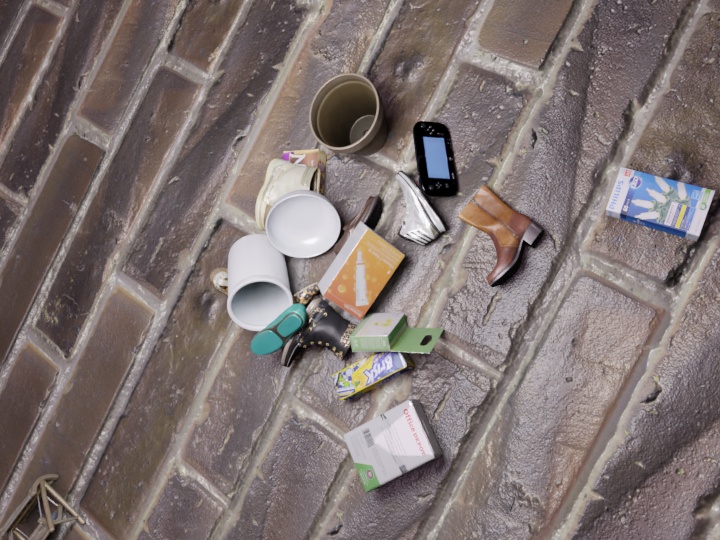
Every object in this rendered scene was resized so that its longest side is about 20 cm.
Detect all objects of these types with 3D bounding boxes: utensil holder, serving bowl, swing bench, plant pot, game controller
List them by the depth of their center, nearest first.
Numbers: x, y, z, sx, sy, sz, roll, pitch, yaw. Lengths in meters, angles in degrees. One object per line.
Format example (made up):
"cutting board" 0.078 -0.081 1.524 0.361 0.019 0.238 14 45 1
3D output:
"game controller" 0.189 -0.282 1.635 0.102 0.042 0.205 -2 76 -14
"serving bowl" -0.151 -0.131 1.692 0.198 0.201 0.066 -29 37 16
"plant pot" -0.013 -0.386 1.692 0.196 0.173 0.205 -4 79 22
"utensil holder" -0.267 0.027 1.696 0.168 0.170 0.202 -33 38 15
"swing bench" -0.968 0.758 1.928 0.200 0.129 0.200 42 98 24

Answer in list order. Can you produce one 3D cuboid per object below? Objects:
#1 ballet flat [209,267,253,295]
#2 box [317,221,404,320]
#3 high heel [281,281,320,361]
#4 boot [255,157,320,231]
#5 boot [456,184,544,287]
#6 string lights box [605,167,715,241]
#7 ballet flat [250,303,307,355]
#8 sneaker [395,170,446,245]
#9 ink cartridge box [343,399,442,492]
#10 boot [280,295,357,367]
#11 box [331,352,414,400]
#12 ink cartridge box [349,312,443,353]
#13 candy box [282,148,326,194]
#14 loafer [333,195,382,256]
"ballet flat" -0.365 0.041 1.828 0.197 0.065 0.072 23 91 26
"box" 0.000 0.000 1.629 0.123 0.098 0.202 33 96 -17
"high heel" -0.147 0.137 1.724 0.199 0.071 0.143 -40 79 9
"boot" -0.194 -0.194 1.735 0.152 0.072 0.204 14 86 22
"boot" 0.310 -0.084 1.555 0.199 0.068 0.190 39 97 25
"string lights box" 0.656 -0.147 1.419 0.197 0.059 0.105 20 90 25
"ballet flat" -0.199 0.147 1.627 0.067 0.071 0.199 46 123 -10
"sneaker" 0.122 -0.152 1.644 0.115 0.075 0.202 -37 71 11
"ink cartridge box" 0.079 0.420 1.555 0.198 0.084 0.148 -30 71 16
"boot" -0.104 0.186 1.661 0.149 0.073 0.202 30 84 4
"box" 0.031 0.253 1.618 0.198 0.064 0.071 -30 70 17
"ink cartridge box" 0.089 0.150 1.567 0.196 0.145 0.049 -4 108 23
"candy box" -0.163 -0.231 1.795 0.114 0.056 0.205 2 83 24
"loafer" -0.013 -0.114 1.697 0.070 0.073 0.202 33 94 24
